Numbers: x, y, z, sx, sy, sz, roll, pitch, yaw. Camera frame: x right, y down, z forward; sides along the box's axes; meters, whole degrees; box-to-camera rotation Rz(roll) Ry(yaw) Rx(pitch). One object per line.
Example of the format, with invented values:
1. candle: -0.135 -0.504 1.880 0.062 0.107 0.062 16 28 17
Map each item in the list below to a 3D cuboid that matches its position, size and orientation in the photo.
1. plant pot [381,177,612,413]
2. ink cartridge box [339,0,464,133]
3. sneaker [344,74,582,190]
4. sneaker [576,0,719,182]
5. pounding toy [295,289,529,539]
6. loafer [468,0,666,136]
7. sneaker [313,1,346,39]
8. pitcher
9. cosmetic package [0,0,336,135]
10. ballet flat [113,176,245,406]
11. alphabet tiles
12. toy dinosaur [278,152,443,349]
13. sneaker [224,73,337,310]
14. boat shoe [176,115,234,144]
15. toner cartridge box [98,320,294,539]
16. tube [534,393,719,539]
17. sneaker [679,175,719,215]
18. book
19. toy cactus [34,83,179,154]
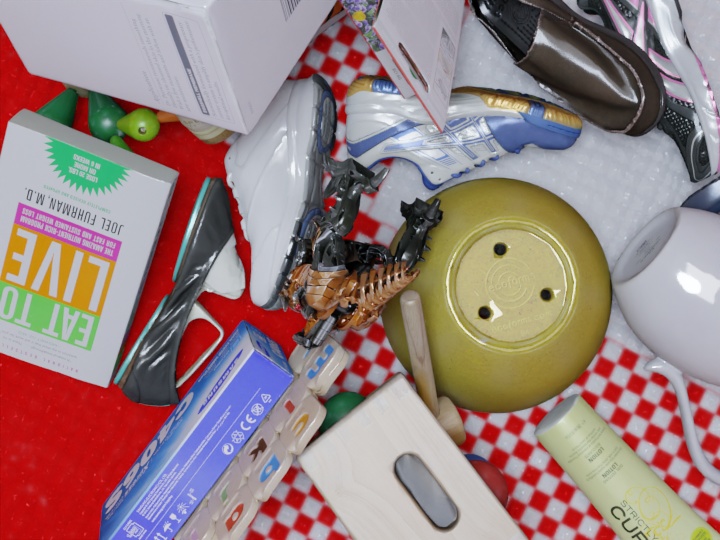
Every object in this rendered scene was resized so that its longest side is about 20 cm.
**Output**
1. plant pot: 0.114 0.016 0.902 0.198 0.142 0.202 0 86 1
2. ink cartridge box: 0.031 -0.201 0.885 0.050 0.109 0.201 -17 40 28
3. sneaker: 0.084 -0.111 0.957 0.198 0.075 0.089 7 103 4
4. sneaker: 0.244 -0.166 0.956 0.086 0.080 0.202 -21 84 20
5. pounding toy: 0.042 0.141 0.873 0.142 0.184 0.201 -37 86 -2
6. loafer: 0.159 -0.175 0.928 0.200 0.071 0.073 42 131 23
7. sneaker: -0.048 -0.239 0.950 0.070 0.090 0.200 44 88 4
8. pitcher: 0.287 0.062 0.911 0.200 0.121 0.172 39 91 -8
9. cosmetic package: -0.128 -0.227 0.804 0.199 0.123 0.200 18 61 21
10. ballet flat: -0.138 0.023 0.951 0.068 0.068 0.201 24 97 -7
11. alphabet tiles: -0.080 0.133 0.877 0.015 0.196 0.201 37 87 -16
12. toy dinosaur: 0.000 0.000 0.832 0.102 0.199 0.137 33 79 -40
13. sneaker: -0.073 -0.066 0.958 0.086 0.074 0.202 5 81 17
14. boat shoe: -0.140 -0.191 0.887 0.073 0.063 0.201 -36 56 17
15. toner cartridge box: -0.134 0.140 0.911 0.043 0.095 0.201 37 92 -17
16. tube: 0.228 0.191 0.935 0.200 0.052 0.058 49 129 -1
17. sneaker: 0.367 -0.068 0.937 0.199 0.070 0.083 -24 83 1
18. book: -0.236 -0.014 0.917 0.133 0.048 0.201 21 117 -2
19. toy cactus: -0.213 -0.139 0.960 0.199 0.102 0.166 -30 67 2
